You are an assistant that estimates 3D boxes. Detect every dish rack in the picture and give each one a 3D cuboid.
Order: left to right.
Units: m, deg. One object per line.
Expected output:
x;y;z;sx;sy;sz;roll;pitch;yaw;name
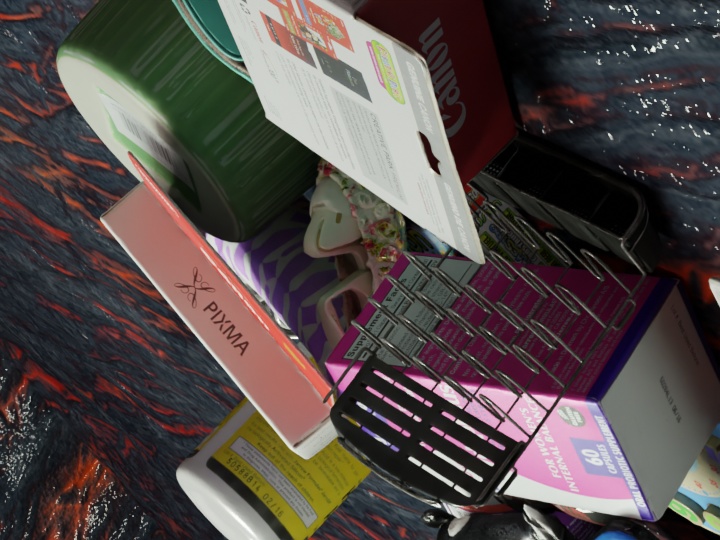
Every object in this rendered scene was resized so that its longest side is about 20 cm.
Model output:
0.064;0.027;1.250;0.153;0.200;0.055;28;169;46;dish rack

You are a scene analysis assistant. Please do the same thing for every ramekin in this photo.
-0.108;-0.112;1.506;0.200;0.098;0.200;41;165;13;ramekin

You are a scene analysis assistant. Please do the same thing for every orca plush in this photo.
0.092;0.201;1.466;0.105;0.071;0.200;24;164;-21;orca plush

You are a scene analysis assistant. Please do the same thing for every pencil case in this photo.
-0.033;0.015;1.559;0.084;0.086;0.200;7;-152;-41;pencil case

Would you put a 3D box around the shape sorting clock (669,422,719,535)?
0.188;0.107;1.430;0.200;0.039;0.200;41;165;13;shape sorting clock

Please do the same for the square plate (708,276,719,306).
0.285;0.091;1.155;0.198;0.028;0.200;26;156;49;square plate

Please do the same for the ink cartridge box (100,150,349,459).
-0.090;0.027;1.458;0.200;0.045;0.176;49;177;10;ink cartridge box

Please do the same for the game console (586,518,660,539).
0.202;0.201;1.377;0.171;0.118;0.200;38;146;0;game console

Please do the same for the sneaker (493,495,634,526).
0.122;0.118;1.431;0.200;0.071;0.098;30;154;52;sneaker

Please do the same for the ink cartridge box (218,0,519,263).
0.013;-0.120;1.195;0.175;0.084;0.200;36;164;28;ink cartridge box

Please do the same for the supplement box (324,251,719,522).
0.096;0.064;1.326;0.200;0.103;0.101;7;138;41;supplement box

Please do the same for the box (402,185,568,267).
0.069;-0.002;1.458;0.110;0.035;0.200;46;165;-5;box

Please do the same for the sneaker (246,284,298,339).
-0.059;0.005;1.731;0.076;0.081;0.200;50;166;-27;sneaker

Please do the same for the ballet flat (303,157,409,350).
0.000;0.000;1.429;0.076;0.064;0.201;-9;96;66;ballet flat

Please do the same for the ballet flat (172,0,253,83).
-0.047;-0.134;1.361;0.200;0.067;0.070;46;179;3;ballet flat

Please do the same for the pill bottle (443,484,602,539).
0.119;0.159;1.610;0.112;0.112;0.200;32;161;38;pill bottle

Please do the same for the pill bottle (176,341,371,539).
-0.037;0.123;1.750;0.111;0.200;0.111;41;165;13;pill bottle
